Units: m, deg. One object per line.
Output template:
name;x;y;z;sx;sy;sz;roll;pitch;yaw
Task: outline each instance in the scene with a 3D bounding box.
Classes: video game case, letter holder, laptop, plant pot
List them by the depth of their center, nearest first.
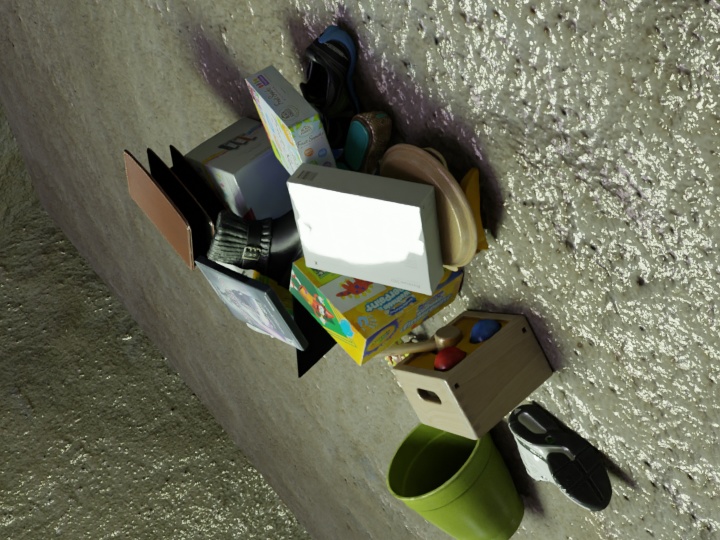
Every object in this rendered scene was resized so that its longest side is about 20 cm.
video game case;-0.181;0.053;1.623;0.199;0.019;0.144;20;149;43
letter holder;-0.309;-0.129;1.680;0.200;0.100;0.143;47;156;21
plant pot;0.179;0.372;1.683;0.193;0.201;0.200;50;161;-21
laptop;-0.089;0.043;1.720;0.201;0.114;0.189;-122;24;-49

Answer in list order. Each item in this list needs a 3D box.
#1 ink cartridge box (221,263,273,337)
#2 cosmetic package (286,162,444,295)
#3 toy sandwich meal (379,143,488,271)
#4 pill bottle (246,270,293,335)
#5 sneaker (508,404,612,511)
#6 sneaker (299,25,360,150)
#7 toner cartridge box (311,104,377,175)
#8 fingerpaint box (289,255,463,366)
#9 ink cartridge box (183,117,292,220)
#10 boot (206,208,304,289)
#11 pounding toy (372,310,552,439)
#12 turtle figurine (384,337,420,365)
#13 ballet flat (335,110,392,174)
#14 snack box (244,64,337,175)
ink cartridge box;-0.170;0.002;1.899;0.201;0.144;0.084;52;158;8
cosmetic package;0.008;-0.056;1.313;0.198;0.052;0.152;13;134;25
toy sandwich meal;0.105;-0.089;1.322;0.205;0.070;0.207;41;151;28
pill bottle;-0.140;0.009;1.776;0.109;0.203;0.111;6;160;2
sneaker;0.304;0.296;1.466;0.201;0.075;0.116;47;167;40
sneaker;-0.048;-0.250;1.379;0.071;0.082;0.201;42;154;30
toner cartridge box;-0.036;-0.162;1.532;0.200;0.043;0.095;49;156;14
fingerpaint box;0.023;0.019;1.448;0.167;0.199;0.074;44;147;23
ink cartridge box;-0.185;-0.159;1.705;0.199;0.144;0.147;25;144;53
boot;-0.149;-0.071;1.565;0.156;0.080;0.212;25;123;-9
pounding toy;0.130;0.135;1.423;0.143;0.183;0.199;61;157;-15
turtle figurine;0.079;0.143;1.685;0.199;0.065;0.161;39;175;-28
ballet flat;0.002;-0.156;1.413;0.071;0.065;0.200;52;147;14
snack box;-0.095;-0.194;1.412;0.200;0.053;0.143;52;167;51
